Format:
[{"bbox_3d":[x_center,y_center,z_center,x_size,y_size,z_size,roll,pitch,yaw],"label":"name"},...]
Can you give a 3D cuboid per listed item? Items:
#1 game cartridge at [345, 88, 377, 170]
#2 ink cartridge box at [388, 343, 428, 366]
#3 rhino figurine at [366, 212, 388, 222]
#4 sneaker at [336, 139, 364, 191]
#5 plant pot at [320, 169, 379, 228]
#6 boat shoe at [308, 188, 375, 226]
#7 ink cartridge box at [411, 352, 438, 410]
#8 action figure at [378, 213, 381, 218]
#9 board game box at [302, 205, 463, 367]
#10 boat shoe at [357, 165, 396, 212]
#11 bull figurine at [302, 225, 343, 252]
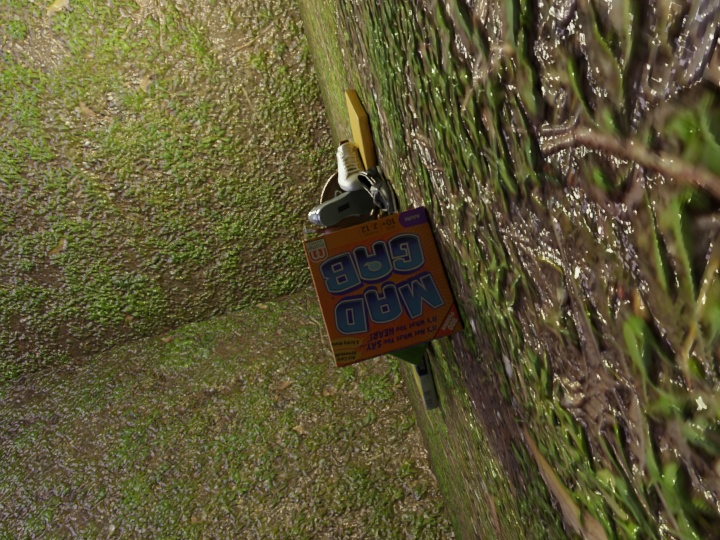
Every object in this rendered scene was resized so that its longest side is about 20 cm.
[{"bbox_3d":[0.006,-0.332,1.275,0.177,0.032,0.201,-108,4,-47],"label":"game cartridge"},{"bbox_3d":[0.085,0.166,1.313,0.200,0.147,0.076,-116,50,-88],"label":"ink cartridge box"},{"bbox_3d":[0.009,-0.052,1.279,0.060,0.201,0.088,32,168,26],"label":"rhino figurine"},{"bbox_3d":[-0.032,-0.273,1.301,0.201,0.072,0.085,-107,1,-53],"label":"sneaker"},{"bbox_3d":[-0.011,-0.184,1.429,0.092,0.200,0.202,4,-117,-52],"label":"plant pot"},{"bbox_3d":[-0.049,-0.161,1.291,0.086,0.201,0.075,10,123,49],"label":"boat shoe"},{"bbox_3d":[0.170,0.269,1.497,0.200,0.047,0.199,-114,7,-65],"label":"ink cartridge box"},{"bbox_3d":[0.053,-0.075,1.480,0.099,0.065,0.201,110,148,-57],"label":"action figure"},{"bbox_3d":[0.033,0.038,0.859,0.200,0.198,0.202,83,170,-79],"label":"board game box"},{"bbox_3d":[0.037,-0.180,1.156,0.200,0.056,0.067,-108,4,-57],"label":"boat shoe"},{"bbox_3d":[-0.082,-0.070,1.307,0.200,0.120,0.066,101,163,-76],"label":"bull figurine"}]
